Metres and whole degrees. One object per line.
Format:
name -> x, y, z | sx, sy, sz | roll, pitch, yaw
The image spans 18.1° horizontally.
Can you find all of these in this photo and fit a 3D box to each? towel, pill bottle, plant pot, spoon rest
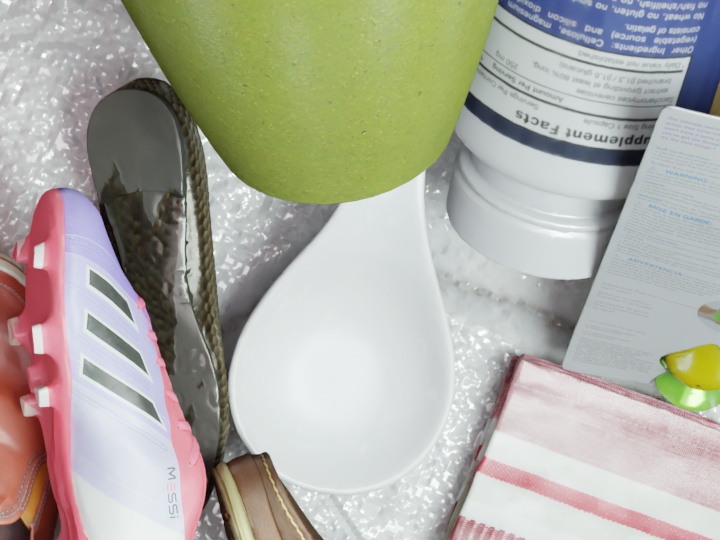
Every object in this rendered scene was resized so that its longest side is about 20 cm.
towel -> 0.099, 0.151, 1.029 | 0.144, 0.023, 0.200 | 21, 96, -10
pill bottle -> 0.095, -0.099, 0.917 | 0.111, 0.111, 0.200 | 9, 125, -7
plant pot -> -0.020, -0.131, 0.826 | 0.187, 0.187, 0.200 | -11, 132, -4
spoon rest -> 0.000, 0.000, 0.979 | 0.099, 0.061, 0.200 | 9, 95, -7

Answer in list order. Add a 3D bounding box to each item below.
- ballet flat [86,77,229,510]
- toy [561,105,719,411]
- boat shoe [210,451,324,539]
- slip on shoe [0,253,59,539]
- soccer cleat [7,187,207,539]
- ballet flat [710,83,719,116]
ballet flat -> -0.088, 0.016, 0.983 | 0.067, 0.046, 0.201 | -1, 101, 14
toy -> 0.158, -0.010, 0.927 | 0.115, 0.200, 0.047 | 12, 55, 0
boat shoe -> 0.000, 0.159, 0.978 | 0.067, 0.072, 0.200 | -29, 102, -3
slip on shoe -> -0.162, 0.090, 0.974 | 0.074, 0.061, 0.201 | 1, 96, -4
soccer cleat -> -0.100, 0.063, 0.947 | 0.076, 0.067, 0.201 | -7, 95, -19
ballet flat -> 0.149, -0.092, 0.991 | 0.063, 0.069, 0.201 | -2, 96, 23
